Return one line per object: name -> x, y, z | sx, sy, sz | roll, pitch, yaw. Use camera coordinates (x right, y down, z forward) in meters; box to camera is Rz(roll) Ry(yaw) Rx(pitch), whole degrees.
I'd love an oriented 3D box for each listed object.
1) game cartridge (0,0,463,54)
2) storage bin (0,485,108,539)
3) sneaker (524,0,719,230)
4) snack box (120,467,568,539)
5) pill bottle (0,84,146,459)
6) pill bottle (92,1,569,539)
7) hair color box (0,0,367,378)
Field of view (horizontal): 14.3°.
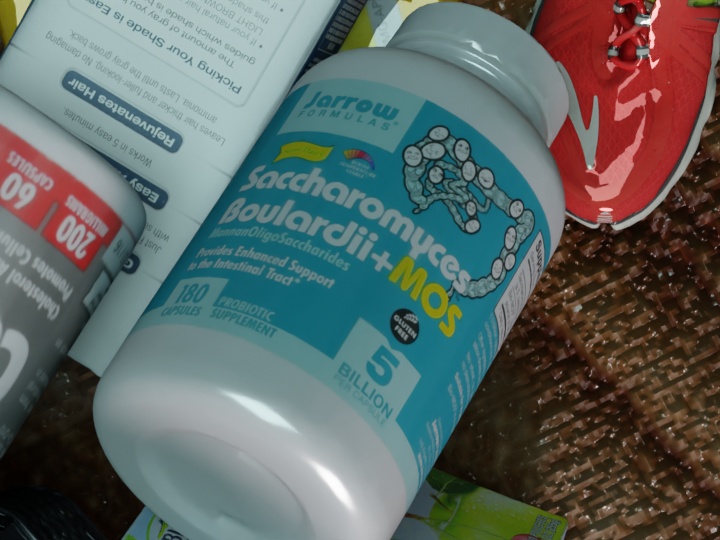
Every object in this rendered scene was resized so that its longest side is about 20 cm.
game cartridge -> -0.043, -0.072, 1.091 | 0.176, 0.032, 0.201 | -15, 87, 7
storage bin -> -0.157, 0.191, 1.073 | 0.200, 0.094, 0.135 | -44, 84, 6
sneaker -> 0.103, -0.115, 1.045 | 0.077, 0.085, 0.201 | 16, 91, 8
snack box -> -0.018, 0.128, 1.002 | 0.142, 0.200, 0.053 | 20, 117, 7
pill bottle -> -0.168, 0.035, 0.953 | 0.114, 0.114, 0.200 | 30, 78, 7
pill bottle -> 0.000, 0.000, 0.988 | 0.111, 0.111, 0.200 | 27, 59, 7
hair color box -> -0.075, -0.068, 1.051 | 0.100, 0.061, 0.200 | 31, 94, 6
